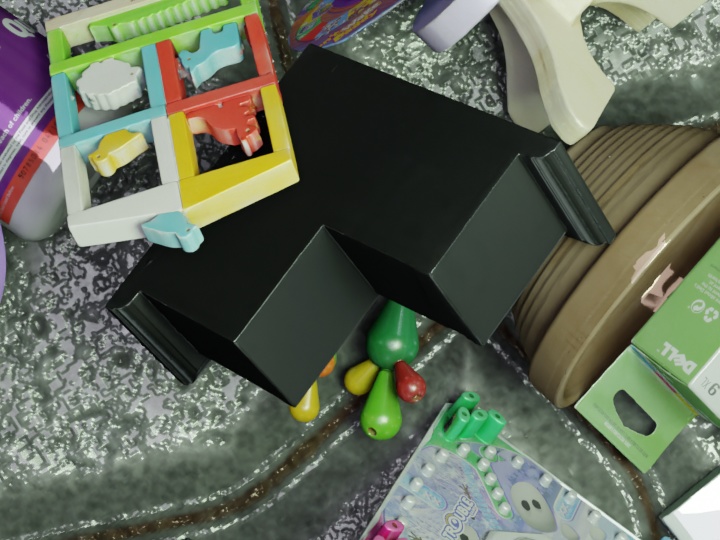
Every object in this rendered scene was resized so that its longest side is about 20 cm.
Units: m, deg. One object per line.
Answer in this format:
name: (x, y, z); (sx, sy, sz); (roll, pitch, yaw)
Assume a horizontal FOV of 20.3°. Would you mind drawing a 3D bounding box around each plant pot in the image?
plant pot: (0.151, -0.021, 1.216); (0.093, 0.201, 0.201); (41, 89, 15)

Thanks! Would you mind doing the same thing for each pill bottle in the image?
pill bottle: (-0.249, -0.115, 1.246); (0.200, 0.112, 0.113); (35, 89, -1)

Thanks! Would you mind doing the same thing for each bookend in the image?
bookend: (-0.001, -0.002, 1.124); (0.200, 0.092, 0.199); (25, 72, 40)

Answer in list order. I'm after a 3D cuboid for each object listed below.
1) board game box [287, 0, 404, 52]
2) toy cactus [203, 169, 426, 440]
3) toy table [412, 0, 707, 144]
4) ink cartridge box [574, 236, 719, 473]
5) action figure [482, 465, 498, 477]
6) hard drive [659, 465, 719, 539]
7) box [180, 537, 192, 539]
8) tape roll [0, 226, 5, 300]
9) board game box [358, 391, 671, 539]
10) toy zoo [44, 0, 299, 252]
board game box: (0.027, -0.209, 1.215); (0.200, 0.158, 0.039); (-34, 109, 10)
toy cactus: (0.000, 0.000, 1.266); (0.165, 0.102, 0.200); (-27, 80, -11)
toy table: (0.125, -0.171, 1.230); (0.117, 0.184, 0.200); (43, 56, -10)
ink cartridge box: (0.237, 0.045, 1.251); (0.200, 0.104, 0.059); (-49, 46, -1)
action figure: (0.032, 0.210, 1.281); (0.065, 0.052, 0.200); (31, 87, 3)
hard drive: (0.306, 0.195, 1.293); (0.132, 0.027, 0.200); (-39, 91, 0)
box: (-0.172, 0.293, 1.242); (0.196, 0.117, 0.200); (-18, 89, -1)
tape roll: (-0.319, -0.012, 1.220); (0.200, 0.066, 0.200); (8, 119, 15)
board game box: (0.108, 0.178, 1.207); (0.200, 0.200, 0.026); (36, 122, 2)
toy zoo: (-0.109, -0.088, 1.152); (0.131, 0.020, 0.200); (-17, 51, 3)
